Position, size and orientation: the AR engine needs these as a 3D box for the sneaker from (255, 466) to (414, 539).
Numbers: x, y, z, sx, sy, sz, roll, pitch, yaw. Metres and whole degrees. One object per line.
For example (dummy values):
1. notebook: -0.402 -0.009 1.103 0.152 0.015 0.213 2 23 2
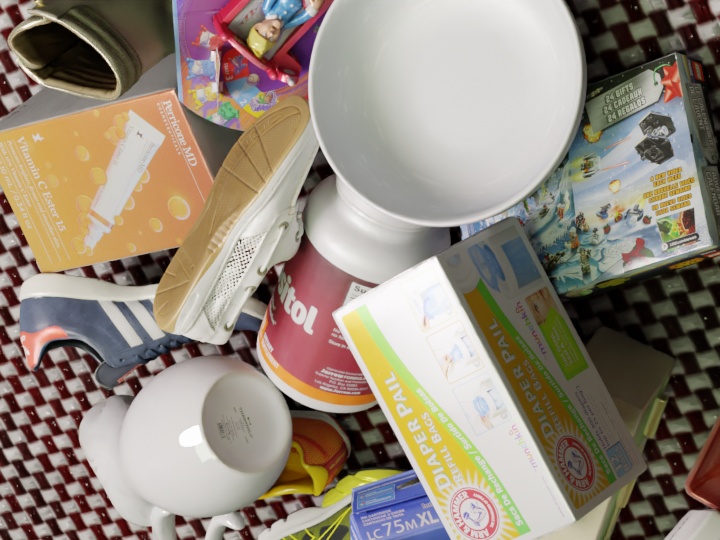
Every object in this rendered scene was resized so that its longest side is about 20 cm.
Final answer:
1. sneaker: -0.025 0.235 1.869 0.074 0.085 0.200 13 139 -34

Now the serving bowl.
1. serving bowl: 0.067 -0.128 1.597 0.199 0.066 0.201 -1 86 22

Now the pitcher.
1. pitcher: -0.127 0.160 1.801 0.200 0.121 0.172 -25 88 55

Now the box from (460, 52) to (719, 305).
1. box: 0.157 -0.054 1.596 0.200 0.040 0.137 -19 74 37

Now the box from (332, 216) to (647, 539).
1. box: 0.089 0.083 1.563 0.101 0.112 0.201 -29 89 37

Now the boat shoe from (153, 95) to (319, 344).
1. boat shoe: -0.074 -0.034 1.664 0.069 0.071 0.200 23 111 -29

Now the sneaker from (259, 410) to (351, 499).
1. sneaker: -0.105 0.152 1.887 0.199 0.077 0.073 -7 115 34

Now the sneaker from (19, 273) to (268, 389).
1. sneaker: -0.171 0.054 1.820 0.199 0.075 0.085 3 79 -1

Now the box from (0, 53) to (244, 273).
1. box: -0.172 -0.086 1.769 0.199 0.097 0.125 -11 112 34

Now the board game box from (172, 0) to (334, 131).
1. board game box: -0.052 -0.180 1.625 0.157 0.039 0.201 -7 121 -10

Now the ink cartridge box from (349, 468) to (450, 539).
1. ink cartridge box: 0.054 0.226 1.791 0.119 0.042 0.200 -14 136 -11

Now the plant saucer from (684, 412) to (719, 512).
1. plant saucer: 0.355 0.127 1.635 0.199 0.037 0.200 29 127 12

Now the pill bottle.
1. pill bottle: 0.000 0.000 1.713 0.113 0.113 0.200 30 128 11

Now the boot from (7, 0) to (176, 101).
1. boot: -0.210 -0.204 1.680 0.200 0.155 0.072 31 133 17

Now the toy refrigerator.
1. toy refrigerator: 0.172 0.149 1.727 0.070 0.076 0.201 25 126 15

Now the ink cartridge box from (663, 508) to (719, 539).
1. ink cartridge box: 0.281 0.293 1.699 0.200 0.146 0.084 40 172 2
